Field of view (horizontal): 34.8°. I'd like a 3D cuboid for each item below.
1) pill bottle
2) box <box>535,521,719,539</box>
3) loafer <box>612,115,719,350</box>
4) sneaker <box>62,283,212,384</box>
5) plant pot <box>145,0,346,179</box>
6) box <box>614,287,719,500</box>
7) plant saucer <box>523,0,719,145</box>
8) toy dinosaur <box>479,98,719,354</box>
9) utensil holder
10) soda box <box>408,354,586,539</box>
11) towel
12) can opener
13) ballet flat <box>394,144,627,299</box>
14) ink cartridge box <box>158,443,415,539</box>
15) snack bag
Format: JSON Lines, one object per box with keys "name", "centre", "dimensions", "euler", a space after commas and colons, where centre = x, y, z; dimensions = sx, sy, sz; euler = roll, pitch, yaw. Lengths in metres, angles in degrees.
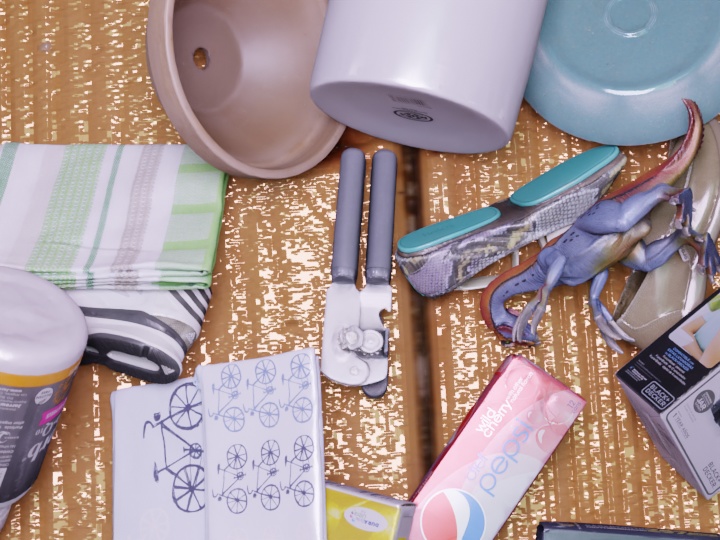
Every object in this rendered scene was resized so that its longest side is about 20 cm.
{"name": "pill bottle", "centre": [-0.284, 0.105, 0.851], "dimensions": [0.116, 0.116, 0.200], "euler": [29, 116, 6]}
{"name": "box", "centre": [0.209, 0.298, 0.873], "dimensions": [0.157, 0.051, 0.201], "euler": [3, 83, 2]}
{"name": "loafer", "centre": [0.242, -0.029, 0.901], "dimensions": [0.067, 0.076, 0.201], "euler": [11, 83, -3]}
{"name": "sneaker", "centre": [-0.210, 0.014, 0.929], "dimensions": [0.200, 0.076, 0.116], "euler": [15, 56, 17]}
{"name": "plant pot", "centre": [-0.100, -0.172, 0.904], "dimensions": [0.093, 0.201, 0.202], "euler": [4, 80, 44]}
{"name": "box", "centre": [0.303, 0.065, 0.866], "dimensions": [0.200, 0.060, 0.117], "euler": [-39, 126, -2]}
{"name": "plant saucer", "centre": [0.215, -0.196, 0.915], "dimensions": [0.199, 0.036, 0.201], "euler": [-5, 67, 12]}
{"name": "toy dinosaur", "centre": [0.176, -0.008, 0.875], "dimensions": [0.181, 0.105, 0.200], "euler": [-10, 49, 39]}
{"name": "utensil holder", "centre": [0.060, -0.209, 0.876], "dimensions": [0.169, 0.170, 0.201], "euler": [13, 83, 4]}
{"name": "soda box", "centre": [0.089, 0.164, 0.889], "dimensions": [0.070, 0.063, 0.200], "euler": [35, 86, 6]}
{"name": "towel", "centre": [-0.208, -0.050, 0.911], "dimensions": [0.199, 0.031, 0.150], "euler": [-1, 53, 5]}
{"name": "can opener", "centre": [0.000, 0.000, 0.920], "dimensions": [0.052, 0.066, 0.201], "euler": [3, 74, 2]}
{"name": "ballet flat", "centre": [0.127, -0.032, 0.919], "dimensions": [0.200, 0.072, 0.072], "euler": [-25, 82, -1]}
{"name": "ink cartridge box", "centre": [-0.072, 0.250, 0.861], "dimensions": [0.197, 0.047, 0.201], "euler": [10, 81, 25]}
{"name": "snack bag", "centre": [-0.114, 0.163, 0.867], "dimensions": [0.199, 0.021, 0.189], "euler": [-10, 74, 25]}
